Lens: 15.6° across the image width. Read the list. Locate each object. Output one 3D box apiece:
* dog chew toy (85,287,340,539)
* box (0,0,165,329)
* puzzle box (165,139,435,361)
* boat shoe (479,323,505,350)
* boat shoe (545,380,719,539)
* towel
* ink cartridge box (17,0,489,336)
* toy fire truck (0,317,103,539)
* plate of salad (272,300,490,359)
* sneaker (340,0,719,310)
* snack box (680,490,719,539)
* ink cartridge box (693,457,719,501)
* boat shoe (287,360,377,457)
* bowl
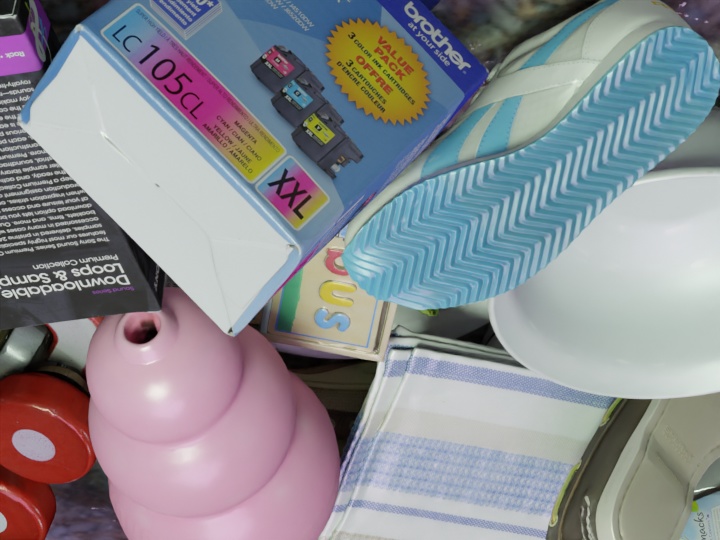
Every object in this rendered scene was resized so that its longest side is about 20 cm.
[{"bbox_3d":[-0.083,0.079,1.338,0.124,0.125,0.200,-10,147,9],"label":"dog chew toy"},{"bbox_3d":[-0.186,-0.047,1.208,0.142,0.036,0.201,-6,136,14],"label":"box"},{"bbox_3d":[-0.034,-0.041,1.315,0.132,0.026,0.201,10,133,-2],"label":"puzzle box"},{"bbox_3d":[0.095,0.073,1.501,0.073,0.067,0.200,12,142,-21],"label":"boat shoe"},{"bbox_3d":[0.166,0.090,1.449,0.059,0.200,0.072,-15,120,45],"label":"boat shoe"},{"bbox_3d":[0.047,0.128,1.461,0.146,0.024,0.201,11,116,-22],"label":"towel"},{"bbox_3d":[-0.037,-0.086,1.162,0.136,0.200,0.076,45,134,0],"label":"ink cartridge box"},{"bbox_3d":[-0.217,0.051,1.423,0.167,0.113,0.200,27,137,-9],"label":"toy fire truck"},{"bbox_3d":[0.000,0.000,1.408,0.199,0.048,0.201,-2,144,-1],"label":"plate of salad"},{"bbox_3d":[0.076,-0.056,1.253,0.199,0.081,0.077,-34,120,2],"label":"sneaker"},{"bbox_3d":[0.300,0.161,1.497,0.199,0.068,0.168,-26,139,26],"label":"snack box"},{"bbox_3d":[0.268,0.118,1.565,0.199,0.084,0.145,-14,143,15],"label":"ink cartridge box"},{"bbox_3d":[-0.050,0.099,1.479,0.199,0.072,0.072,-3,149,-33],"label":"boat shoe"},{"bbox_3d":[0.160,-0.023,1.351,0.200,0.091,0.202,-3,145,-2],"label":"bowl"}]
